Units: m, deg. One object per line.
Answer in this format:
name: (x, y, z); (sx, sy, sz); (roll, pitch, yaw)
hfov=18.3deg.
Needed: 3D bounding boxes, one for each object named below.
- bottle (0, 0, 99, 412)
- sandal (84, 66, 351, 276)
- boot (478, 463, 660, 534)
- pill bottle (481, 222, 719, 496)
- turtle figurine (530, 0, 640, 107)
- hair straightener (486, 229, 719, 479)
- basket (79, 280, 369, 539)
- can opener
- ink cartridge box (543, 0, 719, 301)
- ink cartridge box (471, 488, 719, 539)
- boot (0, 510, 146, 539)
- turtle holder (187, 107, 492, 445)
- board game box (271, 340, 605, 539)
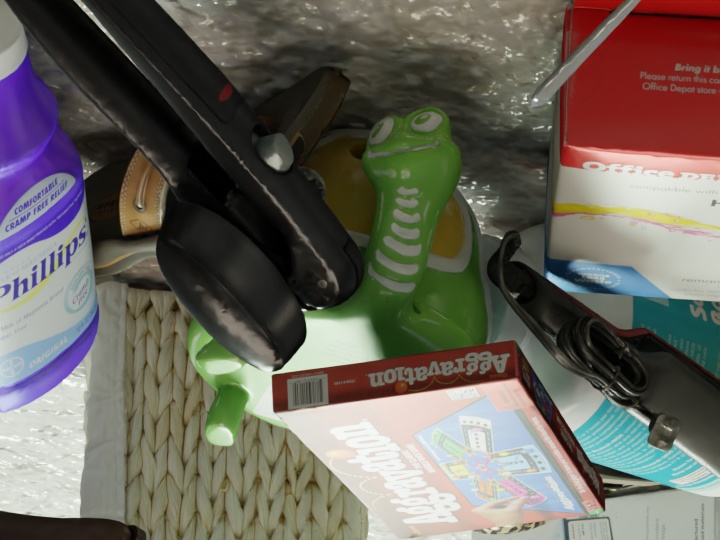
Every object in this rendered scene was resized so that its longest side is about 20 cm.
bottle: (-0.160, -0.029, 0.974); (0.065, 0.083, 0.201); (30, 142, 26)
sandal: (-0.083, -0.050, 1.002); (0.055, 0.082, 0.199); (42, 148, -26)
boot: (0.082, 0.111, 1.363); (0.199, 0.074, 0.150); (7, 158, -26)
pill bottle: (0.126, 0.042, 1.127); (0.199, 0.112, 0.110); (19, 153, -35)
turtle figurine: (0.068, -0.154, 0.607); (0.198, 0.145, 0.194); (-7, 153, 14)
hair straightener: (0.125, 0.043, 1.009); (0.041, 0.077, 0.200); (-45, 128, 6)
basket: (-0.083, 0.133, 1.265); (0.159, 0.202, 0.198); (3, 158, -7)
can opener: (-0.069, -0.057, 0.886); (0.063, 0.079, 0.201); (-27, 108, 23)
ink cartridge box: (0.139, -0.054, 0.944); (0.115, 0.068, 0.200); (3, 159, 4)
ink cartridge box: (0.198, 0.219, 1.596); (0.199, 0.087, 0.146); (-14, 153, 32)
boot: (-0.226, 0.103, 1.095); (0.186, 0.064, 0.200); (-21, 121, 36)
turtle holder: (-0.010, 0.001, 1.010); (0.140, 0.133, 0.186); (3, 152, 17)
board game box: (0.039, 0.078, 0.970); (0.102, 0.020, 0.200); (-8, 157, 14)
